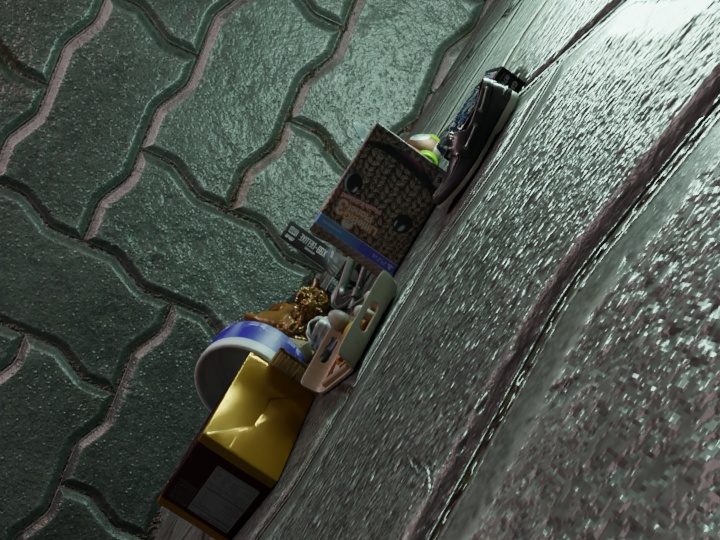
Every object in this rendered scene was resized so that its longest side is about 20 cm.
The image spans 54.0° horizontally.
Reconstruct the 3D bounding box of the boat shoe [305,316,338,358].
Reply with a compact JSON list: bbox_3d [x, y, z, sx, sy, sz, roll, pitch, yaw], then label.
[{"bbox_3d":[-0.066,0.111,1.294,0.074,0.066,0.200,-58,5,-16],"label":"boat shoe"}]

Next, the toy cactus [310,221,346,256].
[{"bbox_3d":[-0.039,-0.071,1.668,0.200,0.161,0.105,-64,-12,-86],"label":"toy cactus"}]

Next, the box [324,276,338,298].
[{"bbox_3d":[-0.111,0.124,1.760,0.161,0.044,0.201,-55,6,33],"label":"box"}]

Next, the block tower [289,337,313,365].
[{"bbox_3d":[-0.159,0.166,1.393,0.053,0.059,0.198,-21,14,-33],"label":"block tower"}]

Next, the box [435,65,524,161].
[{"bbox_3d":[0.188,-0.249,1.153,0.160,0.046,0.200,-56,5,13],"label":"box"}]

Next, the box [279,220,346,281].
[{"bbox_3d":[-0.091,-0.035,1.634,0.050,0.156,0.200,-54,-10,-2],"label":"box"}]

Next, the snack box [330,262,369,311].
[{"bbox_3d":[0.002,-0.009,1.522,0.202,0.037,0.116,-57,7,7],"label":"snack box"}]

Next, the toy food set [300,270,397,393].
[{"bbox_3d":[-0.025,0.093,1.058,0.145,0.060,0.200,-60,5,-28],"label":"toy food set"}]

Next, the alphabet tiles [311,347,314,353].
[{"bbox_3d":[-0.122,0.186,1.536,0.197,0.015,0.200,-52,3,-22],"label":"alphabet tiles"}]

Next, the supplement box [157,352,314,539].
[{"bbox_3d":[-0.199,0.287,1.148,0.201,0.132,0.198,-53,7,33],"label":"supplement box"}]

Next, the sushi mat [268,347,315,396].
[{"bbox_3d":[-0.143,0.220,1.219,0.201,0.095,0.012,-53,5,33],"label":"sushi mat"}]

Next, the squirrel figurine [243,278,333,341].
[{"bbox_3d":[-0.126,0.104,1.537,0.185,0.143,0.199,-35,10,-30],"label":"squirrel figurine"}]

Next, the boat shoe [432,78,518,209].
[{"bbox_3d":[0.152,-0.185,1.023,0.202,0.062,0.073,-58,5,0],"label":"boat shoe"}]

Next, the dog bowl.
[{"bbox_3d":[-0.195,0.196,1.278,0.201,0.198,0.079,-53,4,34],"label":"dog bowl"}]

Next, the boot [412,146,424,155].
[{"bbox_3d":[0.062,-0.183,1.346,0.077,0.154,0.202,-49,10,50],"label":"boot"}]

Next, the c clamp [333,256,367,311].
[{"bbox_3d":[0.000,0.000,1.405,0.170,0.027,0.203,-38,31,54],"label":"c clamp"}]

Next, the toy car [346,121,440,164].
[{"bbox_3d":[0.062,-0.256,1.522,0.159,0.198,0.165,-54,6,26],"label":"toy car"}]

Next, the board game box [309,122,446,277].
[{"bbox_3d":[0.032,-0.115,1.206,0.202,0.158,0.097,-58,6,-9],"label":"board game box"}]
